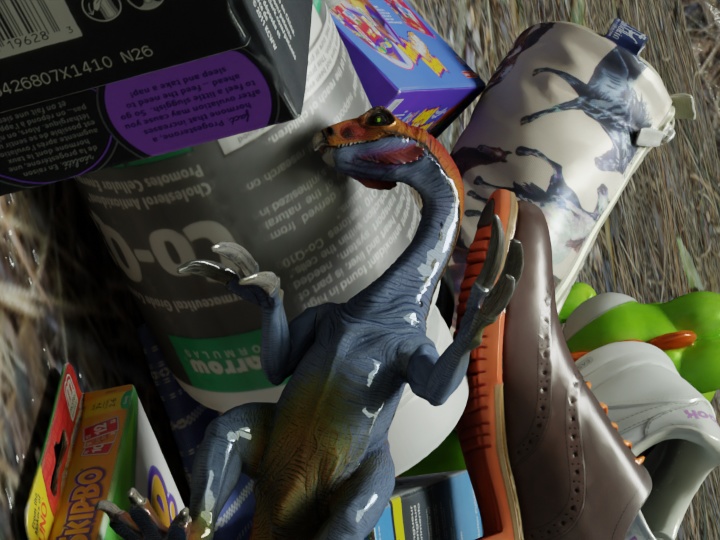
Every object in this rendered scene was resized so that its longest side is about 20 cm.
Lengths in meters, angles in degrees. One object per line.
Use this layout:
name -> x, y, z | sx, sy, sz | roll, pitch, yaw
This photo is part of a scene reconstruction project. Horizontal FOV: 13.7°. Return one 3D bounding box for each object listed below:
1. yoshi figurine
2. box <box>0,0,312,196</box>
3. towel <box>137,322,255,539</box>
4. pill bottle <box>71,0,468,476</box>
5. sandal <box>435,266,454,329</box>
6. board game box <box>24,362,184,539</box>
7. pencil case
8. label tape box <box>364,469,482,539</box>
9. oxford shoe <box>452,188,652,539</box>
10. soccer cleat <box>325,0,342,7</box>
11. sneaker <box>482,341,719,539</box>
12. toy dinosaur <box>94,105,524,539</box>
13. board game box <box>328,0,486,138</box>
yoshi figurine -> 0.088, 0.058, 1.422 | 0.112, 0.200, 0.112 | -75, 150, -63
box -> -0.086, -0.138, 1.028 | 0.200, 0.122, 0.106 | -87, 158, -48
towel -> -0.045, 0.098, 1.238 | 0.145, 0.024, 0.200 | -51, 126, -71
pill bottle -> -0.037, -0.018, 1.122 | 0.113, 0.113, 0.200 | -81, 150, -56
sandal -> 0.001, -0.001, 1.281 | 0.048, 0.075, 0.200 | 49, 12, -37
board game box -> -0.072, 0.134, 1.076 | 0.096, 0.030, 0.200 | -83, 155, -55
pencil case -> 0.073, -0.020, 1.344 | 0.200, 0.089, 0.078 | -61, 150, -27
label tape box -> 0.004, 0.158, 1.177 | 0.200, 0.063, 0.144 | 0, 85, -77
oxford shoe -> 0.076, 0.067, 1.194 | 0.071, 0.073, 0.200 | -176, -97, -84
soccer cleat -> -0.061, -0.180, 1.189 | 0.200, 0.070, 0.086 | 57, 8, 30
sneaker -> 0.079, 0.121, 1.311 | 0.075, 0.200, 0.100 | 40, 2, -35
toy dinosaur -> -0.018, 0.038, 1.048 | 0.182, 0.105, 0.200 | -57, 173, -39
board game box -> -0.023, -0.111, 1.300 | 0.134, 0.045, 0.200 | 46, 12, 6
